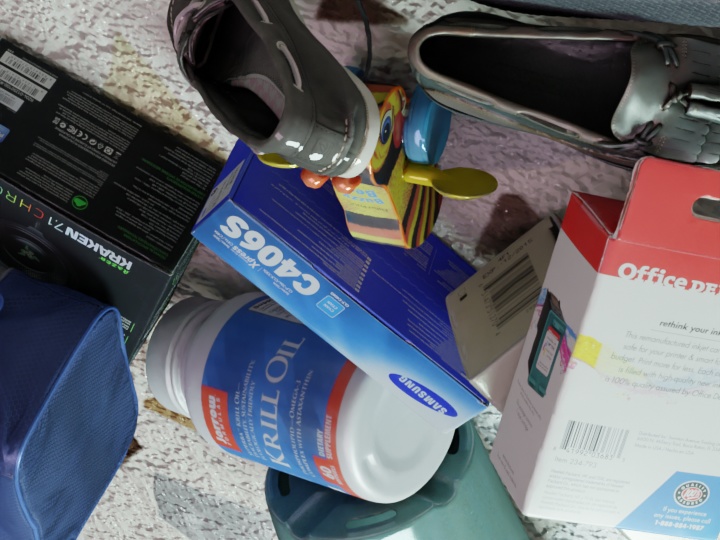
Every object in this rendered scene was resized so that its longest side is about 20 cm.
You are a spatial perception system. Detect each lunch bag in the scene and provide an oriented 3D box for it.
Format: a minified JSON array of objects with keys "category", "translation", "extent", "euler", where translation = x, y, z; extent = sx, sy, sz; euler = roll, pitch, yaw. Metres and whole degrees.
[{"category":"lunch bag","translation":[-0.234,0.082,1.139],"extent":[0.132,0.136,0.200],"euler":[20,146,13]}]

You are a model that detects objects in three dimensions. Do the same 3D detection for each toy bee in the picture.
[{"category":"toy bee","translation":[-0.003,-0.069,0.974],"extent":[0.131,0.109,0.200],"euler":[-3,137,35]}]

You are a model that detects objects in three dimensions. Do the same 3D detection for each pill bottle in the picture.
[{"category":"pill bottle","translation":[-0.044,0.076,1.176],"extent":[0.200,0.112,0.112],"euler":[12,144,40]}]

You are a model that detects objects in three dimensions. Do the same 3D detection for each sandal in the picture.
[{"category":"sandal","translation":[0.109,-0.146,0.851],"extent":[0.200,0.043,0.076],"euler":[10,179,25]}]

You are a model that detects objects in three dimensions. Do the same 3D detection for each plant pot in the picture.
[{"category":"plant pot","translation":[0.033,0.198,1.241],"extent":[0.200,0.200,0.196],"euler":[3,131,32]}]

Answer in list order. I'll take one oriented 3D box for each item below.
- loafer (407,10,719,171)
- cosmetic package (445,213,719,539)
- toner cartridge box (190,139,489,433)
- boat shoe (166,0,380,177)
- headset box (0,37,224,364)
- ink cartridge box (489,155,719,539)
[{"category":"loafer","translation":[0.118,-0.087,0.876],"extent":[0.200,0.072,0.063],"euler":[10,-175,14]},{"category":"cosmetic package","translation":[0.148,0.076,1.043],"extent":[0.087,0.103,0.200],"euler":[-39,116,13]},{"category":"toner cartridge box","translation":[0.000,0.000,1.069],"extent":[0.200,0.095,0.043],"euler":[39,131,-16]},{"category":"boat shoe","translation":[-0.060,-0.111,0.925],"extent":[0.057,0.067,0.200],"euler":[9,-156,-38]},{"category":"headset box","translation":[-0.200,-0.027,1.179],"extent":[0.174,0.093,0.200],"euler":[31,146,-4]},{"category":"ink cartridge box","translation":[0.154,0.033,0.931],"extent":[0.116,0.067,0.200],"euler":[10,110,-16]}]
